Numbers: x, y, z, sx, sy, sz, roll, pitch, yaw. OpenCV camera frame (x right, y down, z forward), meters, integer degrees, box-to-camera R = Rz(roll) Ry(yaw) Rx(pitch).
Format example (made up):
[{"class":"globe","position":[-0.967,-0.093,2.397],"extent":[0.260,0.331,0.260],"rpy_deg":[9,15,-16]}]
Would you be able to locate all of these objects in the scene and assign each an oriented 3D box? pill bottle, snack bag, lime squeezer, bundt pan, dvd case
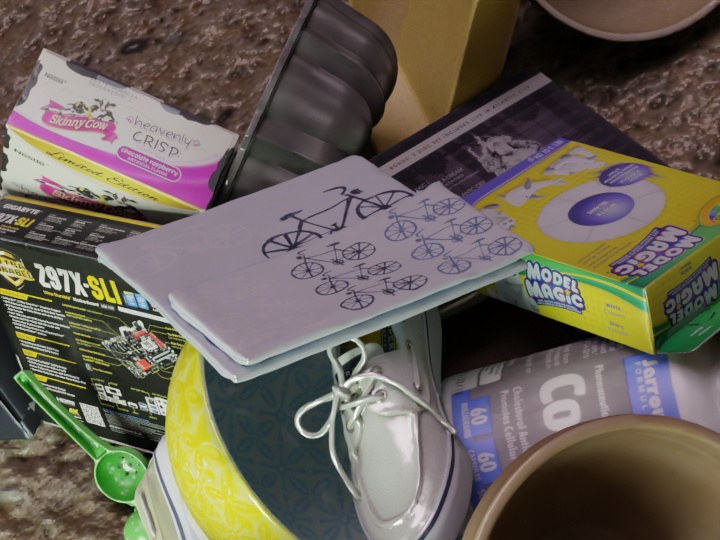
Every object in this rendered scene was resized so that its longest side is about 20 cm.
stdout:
[{"class":"pill bottle","position":[0.151,0.090,1.366],"extent":[0.199,0.114,0.114],"rpy_deg":[-16,45,15]},{"class":"snack bag","position":[-0.030,-0.011,1.372],"extent":[0.188,0.021,0.200],"rpy_deg":[-21,29,-21]},{"class":"lime squeezer","position":[-0.145,0.145,1.511],"extent":[0.038,0.071,0.200],"rpy_deg":[-32,70,9]},{"class":"bundt pan","position":[-0.035,-0.080,1.583],"extent":[0.076,0.202,0.202],"rpy_deg":[24,58,-1]},{"class":"dvd case","position":[0.123,-0.040,1.495],"extent":[0.148,0.016,0.200],"rpy_deg":[-32,56,-30]}]

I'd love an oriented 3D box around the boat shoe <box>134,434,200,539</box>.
[{"class":"boat shoe","position":[-0.081,0.183,1.448],"extent":[0.062,0.072,0.200],"rpy_deg":[-54,42,33]}]

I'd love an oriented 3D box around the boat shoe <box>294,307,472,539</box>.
[{"class":"boat shoe","position":[0.007,0.067,1.328],"extent":[0.074,0.086,0.202],"rpy_deg":[-30,40,26]}]

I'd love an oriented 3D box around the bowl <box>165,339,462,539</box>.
[{"class":"bowl","position":[-0.043,0.113,1.401],"extent":[0.108,0.200,0.201],"rpy_deg":[-40,34,35]}]

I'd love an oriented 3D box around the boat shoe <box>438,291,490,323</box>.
[{"class":"boat shoe","position":[0.000,0.000,1.502],"extent":[0.199,0.076,0.072],"rpy_deg":[-20,41,7]}]

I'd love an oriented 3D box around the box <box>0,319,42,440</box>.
[{"class":"box","position":[-0.318,0.034,1.646],"extent":[0.199,0.148,0.105],"rpy_deg":[-3,49,25]}]

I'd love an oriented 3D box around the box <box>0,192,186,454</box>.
[{"class":"box","position":[-0.142,0.041,1.529],"extent":[0.199,0.160,0.049],"rpy_deg":[11,40,37]}]

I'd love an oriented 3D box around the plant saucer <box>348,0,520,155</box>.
[{"class":"plant saucer","position":[0.049,-0.161,1.625],"extent":[0.048,0.201,0.200],"rpy_deg":[-1,40,-19]}]

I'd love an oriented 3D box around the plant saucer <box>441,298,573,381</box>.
[{"class":"plant saucer","position":[0.081,0.024,1.520],"extent":[0.200,0.037,0.201],"rpy_deg":[-16,45,16]}]

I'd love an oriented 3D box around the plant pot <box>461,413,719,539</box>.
[{"class":"plant pot","position":[0.132,0.176,1.278],"extent":[0.201,0.201,0.093],"rpy_deg":[-47,10,-17]}]

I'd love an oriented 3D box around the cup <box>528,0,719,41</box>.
[{"class":"cup","position":[0.155,-0.261,1.649],"extent":[0.200,0.201,0.143],"rpy_deg":[-39,20,-10]}]

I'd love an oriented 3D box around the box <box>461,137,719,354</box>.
[{"class":"box","position":[0.147,-0.014,1.378],"extent":[0.117,0.049,0.200],"rpy_deg":[-32,35,-31]}]

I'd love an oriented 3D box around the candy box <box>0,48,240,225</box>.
[{"class":"candy box","position":[-0.161,-0.053,1.570],"extent":[0.136,0.200,0.061],"rpy_deg":[23,68,-1]}]
